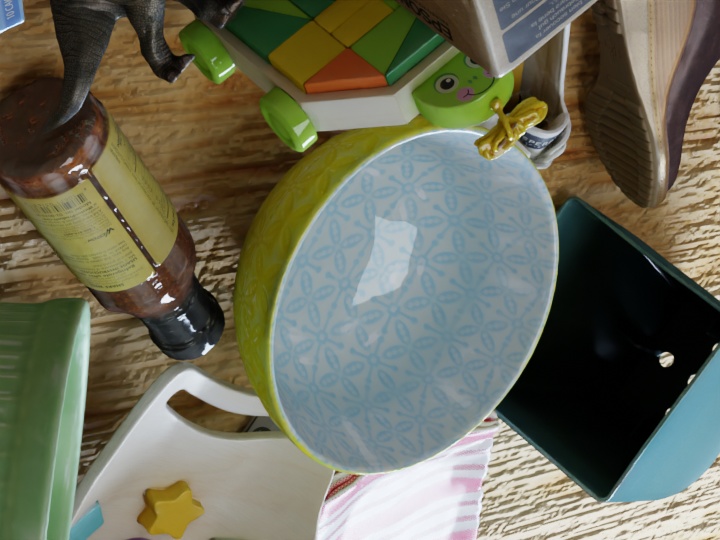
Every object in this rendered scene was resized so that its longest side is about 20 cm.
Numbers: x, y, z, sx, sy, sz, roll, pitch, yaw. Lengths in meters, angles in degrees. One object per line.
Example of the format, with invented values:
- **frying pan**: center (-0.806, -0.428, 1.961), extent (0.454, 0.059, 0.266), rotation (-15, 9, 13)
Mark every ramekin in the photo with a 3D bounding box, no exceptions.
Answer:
- **ramekin**: center (-0.191, 0.107, 1.096), extent (0.097, 0.200, 0.200), rotation (7, 127, -3)

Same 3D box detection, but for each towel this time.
- **towel**: center (0.019, 0.178, 1.416), extent (0.146, 0.030, 0.200), rotation (-26, 139, -28)

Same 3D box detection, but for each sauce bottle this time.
- **sauce bottle**: center (-0.124, -0.018, 1.160), extent (0.066, 0.066, 0.200), rotation (-41, 144, -10)

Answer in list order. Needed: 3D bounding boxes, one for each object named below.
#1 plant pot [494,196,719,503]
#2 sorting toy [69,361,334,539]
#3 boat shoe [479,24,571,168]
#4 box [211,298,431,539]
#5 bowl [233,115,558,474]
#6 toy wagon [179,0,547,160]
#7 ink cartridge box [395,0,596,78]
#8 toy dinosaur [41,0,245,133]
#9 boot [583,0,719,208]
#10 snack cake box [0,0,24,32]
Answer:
- **plant pot**: center (0.187, 0.064, 1.501), extent (0.142, 0.141, 0.200), rotation (-55, 151, 9)
- **sorting toy**: center (-0.097, 0.140, 1.278), extent (0.200, 0.107, 0.180), rotation (19, 107, -35)
- **boat shoe**: center (0.086, -0.088, 1.308), extent (0.071, 0.070, 0.200), rotation (-20, 135, -33)
- **box**: center (-0.006, 0.100, 1.394), extent (0.200, 0.060, 0.117), rotation (-55, 144, 9)
- **bowl**: center (0.000, 0.000, 1.255), extent (0.200, 0.108, 0.201), rotation (-18, 121, -33)
- **toy wagon**: center (0.012, -0.123, 1.087), extent (0.155, 0.200, 0.040), rotation (-40, 142, -11)
- **ink cartridge box**: center (0.054, -0.205, 1.058), extent (0.165, 0.200, 0.075), rotation (-38, 143, -12)
- **toy dinosaur**: center (-0.097, -0.155, 1.058), extent (0.200, 0.102, 0.077), rotation (-50, 180, 23)
- **boot**: center (0.217, -0.145, 1.390), extent (0.166, 0.072, 0.200), rotation (-31, 137, -20)
- **snack cake box**: center (-0.213, -0.173, 0.923), extent (0.115, 0.067, 0.200), rotation (-29, 140, -26)
